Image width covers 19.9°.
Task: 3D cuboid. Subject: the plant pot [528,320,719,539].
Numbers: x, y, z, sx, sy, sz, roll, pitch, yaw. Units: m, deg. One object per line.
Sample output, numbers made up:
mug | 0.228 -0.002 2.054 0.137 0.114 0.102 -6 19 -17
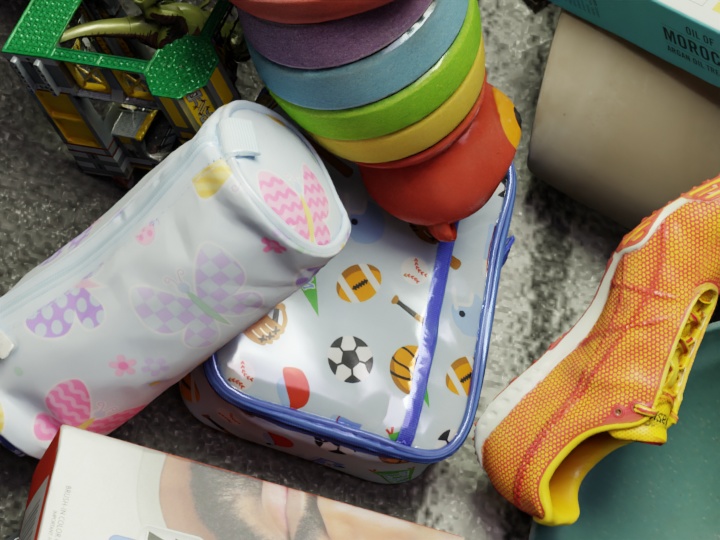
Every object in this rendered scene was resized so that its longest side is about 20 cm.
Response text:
plant pot | 0.197 0.142 0.999 0.134 0.200 0.201 39 61 -29

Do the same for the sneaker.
sneaker | 0.139 0.039 0.998 0.077 0.201 0.073 44 18 30

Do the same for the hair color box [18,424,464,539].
hair color box | -0.059 0.155 0.939 0.199 0.064 0.112 17 58 -15

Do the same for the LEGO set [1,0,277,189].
LEGO set | -0.078 -0.122 1.038 0.153 0.116 0.201 2 57 24

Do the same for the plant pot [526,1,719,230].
plant pot | 0.184 -0.086 1.082 0.172 0.200 0.201 15 65 7

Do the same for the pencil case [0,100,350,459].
pencil case | -0.100 0.005 0.950 0.091 0.200 0.083 41 29 -27

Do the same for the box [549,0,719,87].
box | 0.182 -0.135 0.985 0.200 0.049 0.082 33 73 33

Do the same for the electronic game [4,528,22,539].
electronic game | -0.108 0.206 0.955 0.199 0.042 0.201 6 69 -14

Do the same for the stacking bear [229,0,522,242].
stacking bear | 0.014 -0.097 0.950 0.113 0.200 0.122 -21 48 9

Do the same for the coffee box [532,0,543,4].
coffee box | 0.131 -0.251 1.105 0.114 0.200 0.080 -37 75 -23

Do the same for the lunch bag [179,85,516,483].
lunch bag | 0.000 0.000 1.048 0.159 0.076 0.201 18 67 -11
